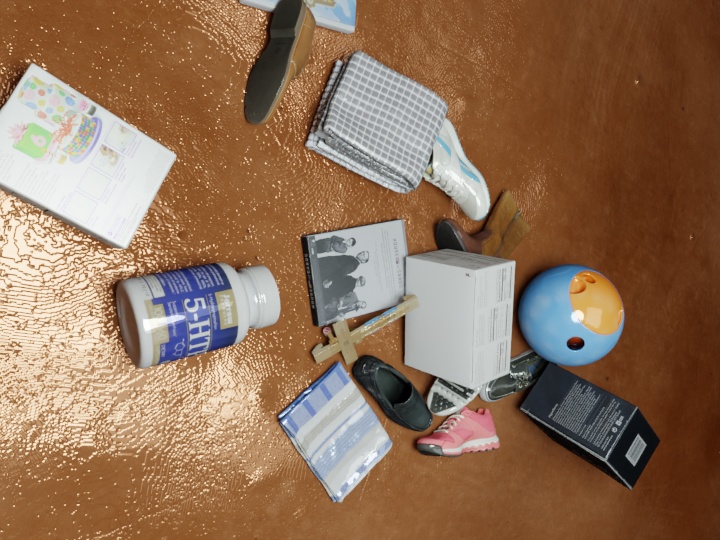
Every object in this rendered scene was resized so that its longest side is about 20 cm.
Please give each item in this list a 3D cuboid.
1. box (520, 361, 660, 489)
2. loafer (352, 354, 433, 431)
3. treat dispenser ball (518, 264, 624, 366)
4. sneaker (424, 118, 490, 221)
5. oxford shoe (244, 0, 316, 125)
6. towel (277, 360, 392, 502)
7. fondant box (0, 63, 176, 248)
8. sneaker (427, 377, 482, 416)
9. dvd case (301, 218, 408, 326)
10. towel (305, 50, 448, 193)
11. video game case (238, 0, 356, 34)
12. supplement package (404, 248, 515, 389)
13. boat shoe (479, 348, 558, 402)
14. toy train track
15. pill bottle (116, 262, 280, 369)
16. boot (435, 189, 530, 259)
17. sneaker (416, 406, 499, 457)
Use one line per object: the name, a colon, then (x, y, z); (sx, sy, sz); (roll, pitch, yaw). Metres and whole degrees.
box: (0.462, 0.311, 1.247); (0.124, 0.196, 0.200); (-55, 133, -8)
loafer: (0.067, 0.221, 1.083); (0.201, 0.070, 0.068); (47, 67, -27)
treat dispenser ball: (0.416, 0.088, 1.232); (0.200, 0.200, 0.202); (-2, 94, -34)
sneaker: (0.157, -0.172, 1.111); (0.081, 0.076, 0.201); (-30, 88, -26)
oxford shoe: (-0.113, -0.307, 0.940); (0.071, 0.071, 0.201); (25, 88, -58)
towel: (-0.036, 0.273, 1.041); (0.147, 0.024, 0.201); (-40, 113, -24)
fondant box: (-0.359, -0.137, 0.787); (0.200, 0.058, 0.145); (33, 75, -32)
sneaker: (0.196, 0.210, 1.160); (0.200, 0.075, 0.081); (-36, 150, -33)
dvd case: (0.000, 0.000, 1.055); (0.199, 0.025, 0.151); (-12, 99, -34)
towel: (0.031, -0.240, 1.004); (0.199, 0.086, 0.166); (25, 78, -18)
video game case: (-0.091, -0.486, 0.969); (0.199, 0.022, 0.183); (2, 92, -34)
supplement package: (0.168, 0.076, 1.072); (0.110, 0.155, 0.201); (-10, 106, -41)
boat shoe: (0.325, 0.210, 1.264); (0.199, 0.056, 0.069); (-24, 105, -31)
toy train track: (0.006, 0.090, 1.039); (0.199, 0.033, 0.115); (-28, 139, -12)
pill bottle: (-0.219, 0.053, 0.853); (0.199, 0.119, 0.120); (-13, 100, -33)
boot: (0.244, -0.082, 1.190); (0.188, 0.068, 0.200); (49, 66, -23)
sneaker: (0.180, 0.303, 1.177); (0.199, 0.074, 0.087); (4, 77, -38)
